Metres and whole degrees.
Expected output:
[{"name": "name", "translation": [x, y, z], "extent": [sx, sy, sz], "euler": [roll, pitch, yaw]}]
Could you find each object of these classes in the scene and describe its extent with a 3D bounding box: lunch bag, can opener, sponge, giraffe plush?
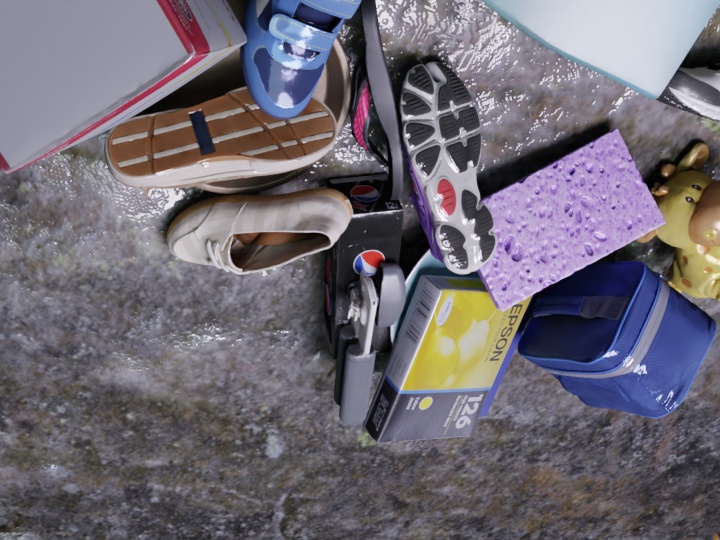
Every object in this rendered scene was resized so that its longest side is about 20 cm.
[{"name": "lunch bag", "translation": [0.271, 0.067, 0.945], "extent": [0.132, 0.200, 0.137], "euler": [37, 74, -17]}, {"name": "can opener", "translation": [0.007, 0.083, 0.889], "extent": [0.066, 0.053, 0.202], "euler": [-2, 131, -16]}, {"name": "sponge", "translation": [0.204, -0.053, 0.875], "extent": [0.198, 0.030, 0.113], "euler": [-28, 92, -4]}, {"name": "giraffe plush", "translation": [0.391, -0.049, 0.936], "extent": [0.198, 0.174, 0.162], "euler": [-12, 133, 43]}]

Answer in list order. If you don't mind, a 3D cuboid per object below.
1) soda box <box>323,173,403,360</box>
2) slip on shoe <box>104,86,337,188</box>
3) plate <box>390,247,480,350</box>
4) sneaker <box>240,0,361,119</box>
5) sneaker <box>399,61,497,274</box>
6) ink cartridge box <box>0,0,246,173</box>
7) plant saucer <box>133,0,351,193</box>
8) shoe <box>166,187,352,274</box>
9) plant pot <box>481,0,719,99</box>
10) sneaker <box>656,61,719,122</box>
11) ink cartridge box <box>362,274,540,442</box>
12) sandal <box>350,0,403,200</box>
[{"name": "soda box", "translation": [0.000, 0.000, 0.893], "extent": [0.070, 0.064, 0.202], "euler": [-6, 132, -12]}, {"name": "slip on shoe", "translation": [-0.119, -0.108, 0.732], "extent": [0.197, 0.077, 0.061], "euler": [-15, 173, -15]}, {"name": "plate", "translation": [0.112, 0.028, 0.951], "extent": [0.198, 0.026, 0.202], "euler": [-19, 128, -26]}, {"name": "sneaker", "translation": [-0.040, -0.214, 0.654], "extent": [0.073, 0.082, 0.202], "euler": [7, 109, -29]}, {"name": "sneaker", "translation": [0.068, -0.094, 0.807], "extent": [0.080, 0.083, 0.203], "euler": [-17, 106, -23]}, {"name": "ink cartridge box", "translation": [-0.183, -0.177, 0.567], "extent": [0.143, 0.200, 0.146], "euler": [-29, 104, 10]}, {"name": "plant saucer", "translation": [-0.106, -0.158, 0.748], "extent": [0.197, 0.030, 0.202], "euler": [-8, 131, -9]}, {"name": "shoe", "translation": [-0.104, -0.034, 0.801], "extent": [0.197, 0.054, 0.070], "euler": [-10, 137, 23]}, {"name": "plant pot", "translation": [0.172, -0.259, 0.676], "extent": [0.198, 0.142, 0.142], "euler": [15, 125, -19]}, {"name": "sneaker", "translation": [0.377, -0.189, 0.854], "extent": [0.197, 0.074, 0.081], "euler": [4, 114, -26]}, {"name": "ink cartridge box", "translation": [0.118, 0.102, 0.958], "extent": [0.198, 0.047, 0.200], "euler": [4, 116, -35]}, {"name": "sandal", "translation": [0.007, -0.155, 0.761], "extent": [0.044, 0.075, 0.202], "euler": [-12, 125, 2]}]
